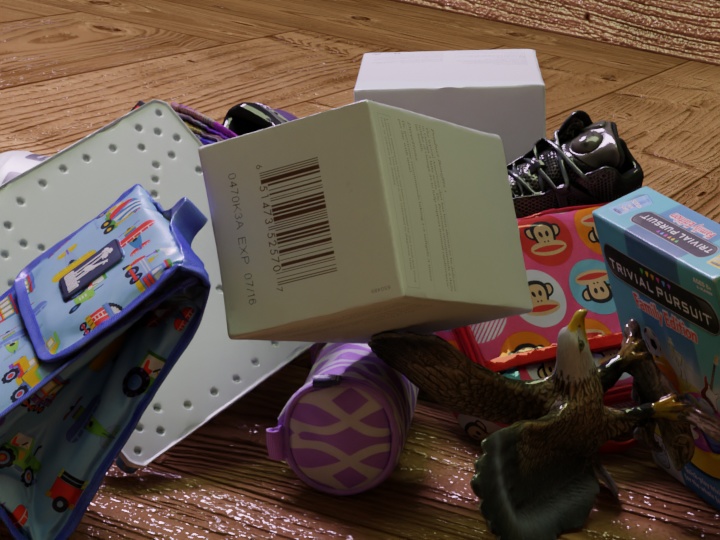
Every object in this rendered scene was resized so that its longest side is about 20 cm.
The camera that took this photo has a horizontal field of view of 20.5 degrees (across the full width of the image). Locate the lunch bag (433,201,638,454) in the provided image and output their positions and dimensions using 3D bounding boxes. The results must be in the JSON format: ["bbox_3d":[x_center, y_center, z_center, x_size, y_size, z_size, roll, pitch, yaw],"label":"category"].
[{"bbox_3d":[0.147,0.048,1.409,0.199,0.082,0.177,-10,65,-24],"label":"lunch bag"}]

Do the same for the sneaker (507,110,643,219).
[{"bbox_3d":[0.123,-0.066,1.472,0.199,0.114,0.076,-1,47,-21],"label":"sneaker"}]

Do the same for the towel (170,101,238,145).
[{"bbox_3d":[-0.070,-0.043,1.397,0.023,0.144,0.200,-38,27,-11],"label":"towel"}]

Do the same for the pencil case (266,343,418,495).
[{"bbox_3d":[-0.006,0.084,1.317,0.085,0.084,0.200,-11,11,11],"label":"pencil case"}]

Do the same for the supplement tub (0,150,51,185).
[{"bbox_3d":[-0.205,-0.006,1.409,0.199,0.141,0.140,12,15,10],"label":"supplement tub"}]

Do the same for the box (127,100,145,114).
[{"bbox_3d":[-0.176,-0.055,1.622,0.038,0.137,0.200,42,-5,-33],"label":"box"}]

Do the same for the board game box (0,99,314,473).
[{"bbox_3d":[-0.140,0.007,1.289,0.200,0.026,0.200,50,52,7],"label":"board game box"}]

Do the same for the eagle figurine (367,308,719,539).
[{"bbox_3d":[0.112,0.090,1.240,0.199,0.152,0.152,-15,6,-27],"label":"eagle figurine"}]

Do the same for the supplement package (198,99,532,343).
[{"bbox_3d":[0.008,-0.023,1.193,0.117,0.117,0.200,-15,-10,25],"label":"supplement package"}]

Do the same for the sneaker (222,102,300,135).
[{"bbox_3d":[-0.042,-0.049,1.443,0.087,0.076,0.200,23,20,-47],"label":"sneaker"}]

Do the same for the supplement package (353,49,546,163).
[{"bbox_3d":[0.075,-0.094,1.640,0.151,0.151,0.200,-1,14,3],"label":"supplement package"}]

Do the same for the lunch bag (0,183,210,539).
[{"bbox_3d":[-0.155,0.042,1.130,0.094,0.200,0.151,41,3,-23],"label":"lunch bag"}]

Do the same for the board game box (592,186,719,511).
[{"bbox_3d":[0.225,0.061,1.287,0.047,0.201,0.151,-24,25,-15],"label":"board game box"}]
